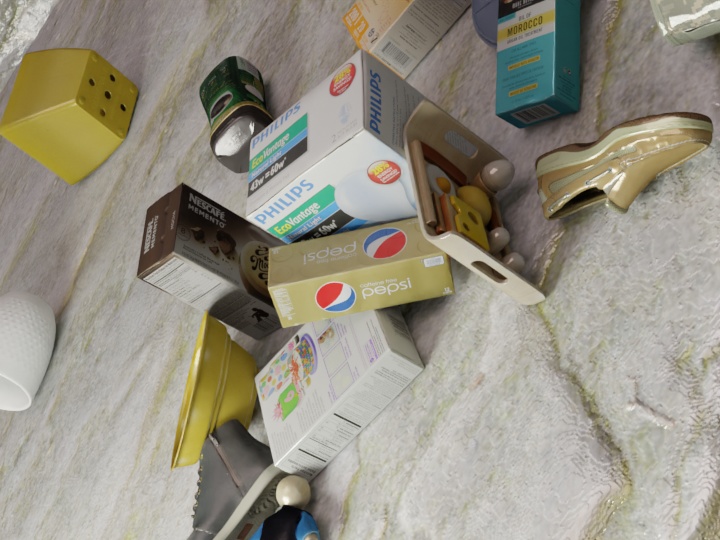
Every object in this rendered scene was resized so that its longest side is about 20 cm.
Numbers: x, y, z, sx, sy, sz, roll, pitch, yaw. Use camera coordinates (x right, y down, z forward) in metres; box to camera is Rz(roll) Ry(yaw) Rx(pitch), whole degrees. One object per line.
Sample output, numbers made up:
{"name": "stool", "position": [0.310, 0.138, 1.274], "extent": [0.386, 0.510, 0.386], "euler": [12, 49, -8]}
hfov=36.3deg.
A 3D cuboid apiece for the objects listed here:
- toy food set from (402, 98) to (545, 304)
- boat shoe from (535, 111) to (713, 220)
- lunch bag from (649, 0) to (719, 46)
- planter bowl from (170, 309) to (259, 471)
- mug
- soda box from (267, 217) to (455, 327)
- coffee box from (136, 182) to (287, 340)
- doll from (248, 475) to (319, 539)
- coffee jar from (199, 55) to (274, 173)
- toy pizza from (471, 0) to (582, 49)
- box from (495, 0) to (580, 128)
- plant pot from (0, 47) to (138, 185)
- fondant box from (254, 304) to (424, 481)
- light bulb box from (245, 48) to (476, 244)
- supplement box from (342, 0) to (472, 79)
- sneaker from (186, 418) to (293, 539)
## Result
{"name": "toy food set", "position": [0.121, -0.072, 1.122], "extent": [0.060, 0.143, 0.201], "euler": [-38, 39, 28]}
{"name": "boat shoe", "position": [0.251, -0.091, 1.049], "extent": [0.199, 0.071, 0.077], "euler": [-20, 64, 53]}
{"name": "lunch bag", "position": [0.357, -0.322, 1.029], "extent": [0.163, 0.117, 0.202], "euler": [-13, 62, 48]}
{"name": "planter bowl", "position": [-0.174, 0.156, 1.362], "extent": [0.200, 0.082, 0.203], "euler": [-167, 90, -81]}
{"name": "mug", "position": [-0.618, 0.145, 1.945], "extent": [0.201, 0.146, 0.177], "euler": [115, 172, -55]}
{"name": "soda box", "position": [0.000, 0.000, 1.206], "extent": [0.197, 0.064, 0.068], "euler": [-11, 42, 7]}
{"name": "coffee box", "position": [-0.180, -0.009, 1.417], "extent": [0.079, 0.199, 0.114], "euler": [-30, 43, 36]}
{"name": "doll", "position": [-0.091, 0.319, 1.190], "extent": [0.136, 0.048, 0.202], "euler": [-18, 52, 44]}
{"name": "coffee jar", "position": [-0.190, -0.241, 1.705], "extent": [0.104, 0.085, 0.201], "euler": [-42, 37, 19]}
{"name": "toy pizza", "position": [0.214, -0.350, 1.305], "extent": [0.199, 0.032, 0.202], "euler": [-27, 51, 39]}
{"name": "box", "position": [0.197, -0.266, 1.216], "extent": [0.082, 0.049, 0.203], "euler": [-13, 67, 43]}
{"name": "plant pot", "position": [-0.554, -0.320, 2.162], "extent": [0.175, 0.200, 0.202], "euler": [-13, 54, 33]}
{"name": "fondant box", "position": [-0.030, 0.118, 1.255], "extent": [0.200, 0.058, 0.145], "euler": [-46, 37, 19]}
{"name": "light bulb box", "position": [0.006, -0.106, 1.247], "extent": [0.197, 0.199, 0.126], "euler": [-33, 42, 34]}
{"name": "supplement box", "position": [0.076, -0.367, 1.463], "extent": [0.200, 0.073, 0.127], "euler": [-47, 36, 18]}
{"name": "sneaker", "position": [-0.171, 0.278, 1.279], "extent": [0.106, 0.075, 0.201], "euler": [38, 86, 33]}
